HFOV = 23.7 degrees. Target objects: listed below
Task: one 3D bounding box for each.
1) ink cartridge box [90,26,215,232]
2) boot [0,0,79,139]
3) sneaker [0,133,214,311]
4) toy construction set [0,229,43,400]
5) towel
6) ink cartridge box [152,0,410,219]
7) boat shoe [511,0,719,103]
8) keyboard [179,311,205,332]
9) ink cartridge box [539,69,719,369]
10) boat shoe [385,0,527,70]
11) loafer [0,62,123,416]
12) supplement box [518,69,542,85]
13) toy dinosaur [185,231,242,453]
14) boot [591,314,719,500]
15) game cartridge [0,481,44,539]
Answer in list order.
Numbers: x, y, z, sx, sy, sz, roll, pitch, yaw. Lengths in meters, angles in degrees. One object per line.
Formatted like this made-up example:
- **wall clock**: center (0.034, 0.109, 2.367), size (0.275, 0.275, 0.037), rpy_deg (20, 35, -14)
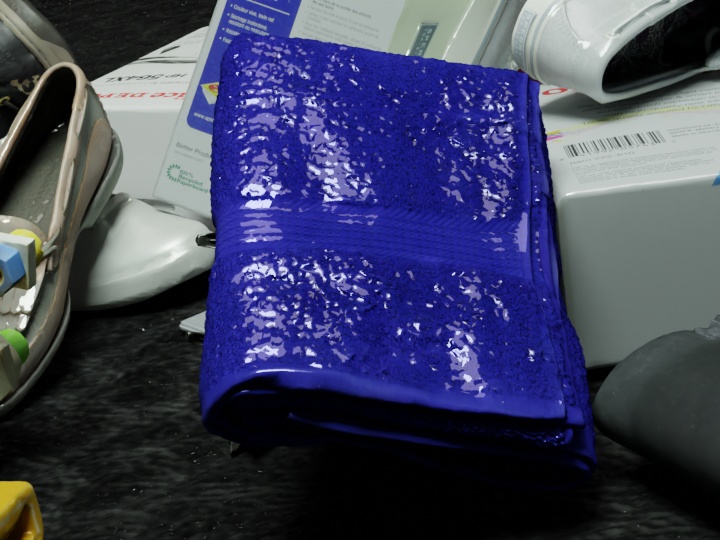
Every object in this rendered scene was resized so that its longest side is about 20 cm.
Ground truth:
- **ink cartridge box**: center (-0.083, -0.090, 1.059), size (0.145, 0.085, 0.200), rpy_deg (2, 22, 26)
- **boot**: center (-0.237, -0.077, 1.067), size (0.151, 0.073, 0.200), rpy_deg (-44, -11, -12)
- **sneaker**: center (-0.168, -0.032, 0.932), size (0.199, 0.089, 0.075), rpy_deg (4, 22, 31)
- **toy construction set**: center (-0.225, 0.023, 0.737), size (0.199, 0.132, 0.092), rpy_deg (5, 25, 32)
- **towel**: center (0.015, -0.014, 0.660), size (0.147, 0.050, 0.201), rpy_deg (11, 45, -14)
- **ink cartridge box**: center (-0.032, -0.116, 0.912), size (0.099, 0.201, 0.039), rpy_deg (21, 5, 7)
- **boat shoe**: center (0.167, -0.126, 0.846), size (0.199, 0.072, 0.068), rpy_deg (-14, 39, -37)
- **keyboard**: center (0.000, 0.000, 0.896), size (0.199, 0.011, 0.056), rpy_deg (-24, 20, -36)
- **ink cartridge box**: center (0.153, -0.035, 0.812), size (0.143, 0.085, 0.200), rpy_deg (-7, 20, 2)
- **boat shoe**: center (0.039, -0.074, 0.875), size (0.071, 0.202, 0.070), rpy_deg (34, -12, -38)
- **loafer**: center (-0.170, -0.020, 0.833), size (0.071, 0.063, 0.201), rpy_deg (5, 47, 11)
- **supplement box**: center (0.086, -0.097, 0.977), size (0.199, 0.104, 0.101), rpy_deg (-5, 13, 6)
- **toy dinosaur**: center (0.001, 0.023, 0.752), size (0.135, 0.103, 0.200), rpy_deg (-2, -4, -28)
- **boot**: center (0.130, 0.070, 0.562), size (0.164, 0.066, 0.200), rpy_deg (-7, 21, -19)
- **game cartridge**: center (-0.240, 0.128, 0.616), size (0.199, 0.033, 0.176), rpy_deg (-3, 21, 21)
